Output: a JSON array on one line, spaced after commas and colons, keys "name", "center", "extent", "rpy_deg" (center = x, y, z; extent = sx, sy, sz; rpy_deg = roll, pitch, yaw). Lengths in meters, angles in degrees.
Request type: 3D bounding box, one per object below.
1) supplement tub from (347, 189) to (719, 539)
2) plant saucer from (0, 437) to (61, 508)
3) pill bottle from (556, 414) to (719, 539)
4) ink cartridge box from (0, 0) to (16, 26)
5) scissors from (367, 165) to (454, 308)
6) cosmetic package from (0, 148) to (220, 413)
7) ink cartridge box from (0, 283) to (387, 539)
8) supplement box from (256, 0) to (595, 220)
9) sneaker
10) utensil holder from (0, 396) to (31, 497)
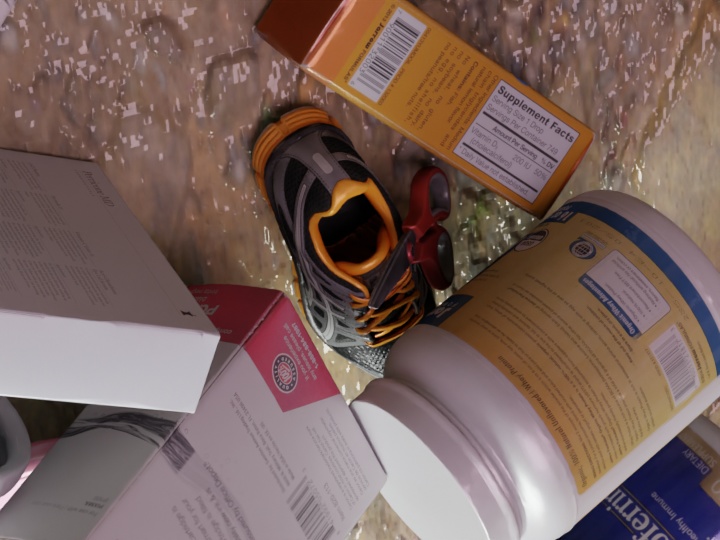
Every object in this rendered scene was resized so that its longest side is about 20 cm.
[{"name": "supplement tub", "center": [0.105, 0.063, 1.284], "extent": [0.200, 0.144, 0.145], "rpy_deg": [-38, 128, -21]}, {"name": "plant saucer", "center": [-0.171, 0.171, 1.315], "extent": [0.199, 0.051, 0.201], "rpy_deg": [-8, 126, -12]}, {"name": "pill bottle", "center": [0.178, 0.196, 1.449], "extent": [0.200, 0.116, 0.116], "rpy_deg": [-43, 127, -3]}, {"name": "ink cartridge box", "center": [-0.227, -0.181, 1.072], "extent": [0.146, 0.084, 0.201], "rpy_deg": [31, 92, -37]}, {"name": "scissors", "center": [0.025, -0.020, 1.258], "extent": [0.014, 0.200, 0.074], "rpy_deg": [-3, 93, 16]}, {"name": "cosmetic package", "center": [-0.176, -0.003, 1.139], "extent": [0.150, 0.200, 0.052], "rpy_deg": [6, 115, -29]}, {"name": "ink cartridge box", "center": [-0.091, 0.127, 1.211], "extent": [0.200, 0.083, 0.147], "rpy_deg": [-51, 129, -34]}, {"name": "supplement box", "center": [0.040, -0.105, 1.279], "extent": [0.200, 0.067, 0.069], "rpy_deg": [33, 95, -37]}, {"name": "sneaker", "center": [0.000, 0.000, 1.309], "extent": [0.078, 0.077, 0.200], "rpy_deg": [-36, 129, -7]}, {"name": "utensil holder", "center": [-0.293, 0.135, 1.178], "extent": [0.170, 0.170, 0.200], "rpy_deg": [24, 105, -35]}]
